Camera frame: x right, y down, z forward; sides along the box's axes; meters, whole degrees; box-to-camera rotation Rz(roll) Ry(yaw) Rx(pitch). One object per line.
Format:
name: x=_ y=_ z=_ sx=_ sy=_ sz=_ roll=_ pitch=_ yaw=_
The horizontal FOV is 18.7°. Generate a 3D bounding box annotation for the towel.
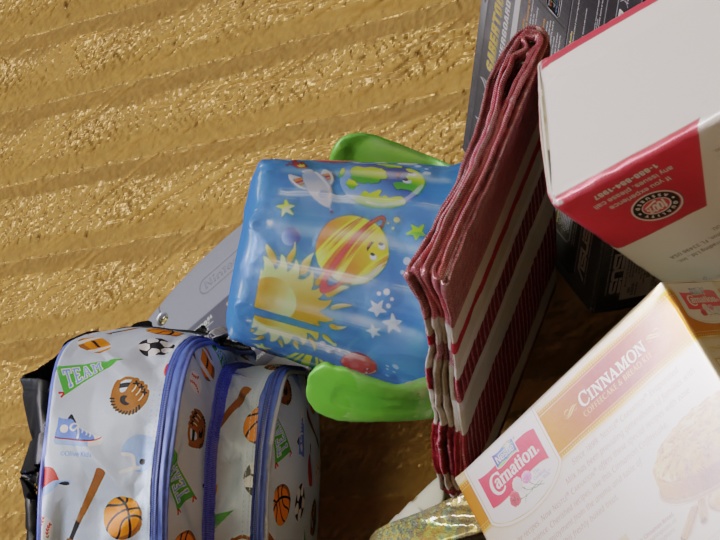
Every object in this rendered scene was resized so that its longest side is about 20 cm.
towel: x=0.061 y=0.002 z=1.018 sx=0.023 sy=0.200 sz=0.144 roll=15 pitch=59 yaw=16

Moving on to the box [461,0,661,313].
box: x=0.114 y=-0.104 z=1.103 sx=0.158 sy=0.048 sz=0.200 roll=-123 pitch=30 yaw=-47

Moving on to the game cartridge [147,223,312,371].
game cartridge: x=-0.057 y=0.034 z=1.292 sx=0.200 sy=0.041 sz=0.133 roll=-40 pitch=41 yaw=23

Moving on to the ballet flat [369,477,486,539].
ballet flat: x=0.066 y=0.124 z=1.095 sx=0.200 sy=0.071 sz=0.071 roll=-28 pitch=50 yaw=25

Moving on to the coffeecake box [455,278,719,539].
coffeecake box: x=0.150 y=0.128 z=0.935 sx=0.154 sy=0.073 sz=0.200 roll=-47 pitch=59 yaw=36

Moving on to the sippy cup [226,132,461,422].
sippy cup: x=0.000 y=0.000 z=1.140 sx=0.178 sy=0.130 sz=0.140 roll=-130 pitch=50 yaw=-84

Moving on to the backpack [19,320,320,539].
backpack: x=-0.101 y=0.117 z=1.156 sx=0.154 sy=0.190 sz=0.201 roll=-5 pitch=83 yaw=17

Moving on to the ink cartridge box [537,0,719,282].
ink cartridge box: x=0.194 y=-0.048 z=0.959 sx=0.147 sy=0.200 sz=0.086 roll=-29 pitch=49 yaw=31
